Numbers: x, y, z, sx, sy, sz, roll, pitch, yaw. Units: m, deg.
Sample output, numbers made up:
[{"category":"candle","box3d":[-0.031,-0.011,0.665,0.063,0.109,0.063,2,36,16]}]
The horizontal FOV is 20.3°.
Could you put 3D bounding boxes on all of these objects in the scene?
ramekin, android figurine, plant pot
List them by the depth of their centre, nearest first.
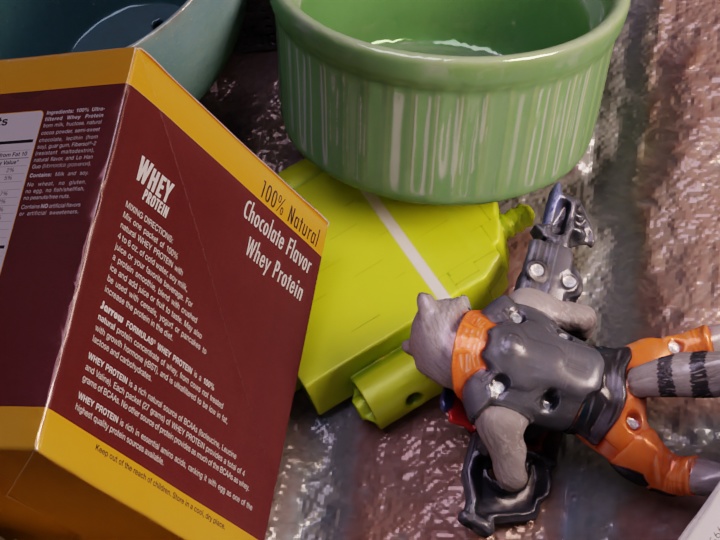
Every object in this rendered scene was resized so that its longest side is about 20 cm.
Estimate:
[{"category":"ramekin","box3d":[0.045,-0.121,1.115,0.198,0.098,0.201,2,35,-2]},{"category":"android figurine","box3d":[0.000,0.000,1.117,0.199,0.041,0.182,-31,53,-8]},{"category":"plant pot","box3d":[-0.144,-0.151,1.129,0.198,0.135,0.202,-7,58,12]}]

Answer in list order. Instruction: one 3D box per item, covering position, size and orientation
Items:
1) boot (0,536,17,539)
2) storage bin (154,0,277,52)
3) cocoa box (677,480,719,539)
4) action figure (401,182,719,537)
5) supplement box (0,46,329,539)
[{"category":"boot","box3d":[-0.128,0.183,0.969,0.199,0.073,0.155,-6,27,-35]},{"category":"storage bin","box3d":[-0.069,-0.218,1.260,0.198,0.094,0.136,-3,54,14]},{"category":"cocoa box","box3d":[0.234,0.132,0.901,0.133,0.132,0.200,27,66,29]},{"category":"action figure","box3d":[0.118,0.033,1.019,0.192,0.105,0.202,7,65,2]},{"category":"supplement box","box3d":[-0.133,0.027,1.001,0.132,0.197,0.202,-1,66,29]}]
